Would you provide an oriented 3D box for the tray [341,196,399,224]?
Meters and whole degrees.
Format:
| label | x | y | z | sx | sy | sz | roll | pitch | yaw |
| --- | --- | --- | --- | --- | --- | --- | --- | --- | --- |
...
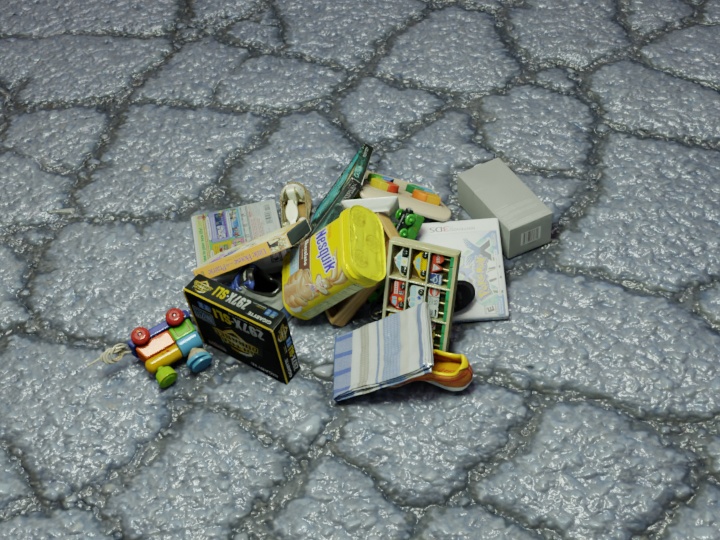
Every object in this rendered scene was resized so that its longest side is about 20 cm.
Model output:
| label | x | y | z | sx | sy | sz | roll | pitch | yaw |
| --- | --- | --- | --- | --- | --- | --- | --- | --- | --- |
| tray | 0.025 | -0.089 | 1.688 | 0.107 | 0.200 | 0.022 | -4 | 70 | 4 |

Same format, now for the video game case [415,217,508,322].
| label | x | y | z | sx | sy | sz | roll | pitch | yaw |
| --- | --- | --- | --- | --- | --- | --- | --- | --- | --- |
| video game case | 0.178 | 0.000 | 1.648 | 0.182 | 0.022 | 0.200 | -4 | 69 | 4 |

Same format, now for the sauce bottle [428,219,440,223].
| label | x | y | z | sx | sy | sz | roll | pitch | yaw |
| --- | --- | --- | --- | --- | --- | --- | --- | --- | --- |
| sauce bottle | 0.078 | -0.038 | 1.715 | 0.200 | 0.066 | 0.066 | -28 | 50 | -20 |

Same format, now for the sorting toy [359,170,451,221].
| label | x | y | z | sx | sy | sz | roll | pitch | yaw |
| --- | --- | --- | --- | --- | --- | --- | --- | --- | --- |
| sorting toy | 0.082 | -0.159 | 1.749 | 0.185 | 0.037 | 0.200 | 15 | 17 | -8 |

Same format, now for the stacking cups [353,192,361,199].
| label | x | y | z | sx | sy | sz | roll | pitch | yaw |
| --- | --- | --- | --- | --- | --- | --- | --- | --- | --- |
| stacking cups | -0.034 | -0.093 | 1.792 | 0.060 | 0.061 | 0.200 | 12 | 56 | 18 |

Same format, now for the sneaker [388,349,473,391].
| label | x | y | z | sx | sy | sz | roll | pitch | yaw |
| --- | --- | --- | --- | --- | --- | --- | --- | --- | --- |
| sneaker | 0.096 | 0.161 | 1.518 | 0.200 | 0.077 | 0.073 | -2 | 48 | 18 |

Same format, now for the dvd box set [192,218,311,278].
| label | x | y | z | sx | sy | sz | roll | pitch | yaw |
| --- | --- | --- | --- | --- | --- | --- | --- | --- | --- |
| dvd box set | -0.202 | -0.039 | 1.654 | 0.200 | 0.029 | 0.146 | -21 | 10 | 15 |

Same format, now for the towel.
| label | x | y | z | sx | sy | sz | roll | pitch | yaw |
| --- | --- | --- | --- | --- | --- | --- | --- | --- | --- |
| towel | 0.036 | 0.141 | 1.518 | 0.200 | 0.024 | 0.147 | -22 | 45 | 25 |

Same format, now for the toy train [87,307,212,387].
| label | x | y | z | sx | sy | sz | roll | pitch | yaw |
| --- | --- | --- | --- | --- | --- | --- | --- | --- | --- |
| toy train | -0.376 | 0.165 | 1.583 | 0.200 | 0.085 | 0.116 | -30 | 64 | -19 |

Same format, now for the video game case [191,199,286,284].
| label | x | y | z | sx | sy | sz | roll | pitch | yaw |
| --- | --- | --- | --- | --- | --- | --- | --- | --- | --- |
| video game case | -0.250 | -0.057 | 1.803 | 0.182 | 0.022 | 0.200 | -13 | 48 | -5 |

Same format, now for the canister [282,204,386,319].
| label | x | y | z | sx | sy | sz | roll | pitch | yaw |
| --- | --- | --- | --- | --- | --- | --- | --- | --- | --- |
| canister | -0.053 | -0.010 | 1.590 | 0.200 | 0.086 | 0.149 | -31 | 50 | 39 |

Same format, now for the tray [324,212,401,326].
| label | x | y | z | sx | sy | sz | roll | pitch | yaw |
| --- | --- | --- | --- | --- | --- | --- | --- | --- | --- |
| tray | 0.000 | 0.000 | 1.625 | 0.200 | 0.037 | 0.099 | -50 | 46 | 22 |

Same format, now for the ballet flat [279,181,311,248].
| label | x | y | z | sx | sy | sz | roll | pitch | yaw |
| --- | --- | --- | --- | --- | --- | --- | --- | --- | --- |
| ballet flat | -0.137 | -0.135 | 1.828 | 0.070 | 0.065 | 0.200 | -13 | 47 | 0 |

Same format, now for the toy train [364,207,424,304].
| label | x | y | z | sx | sy | sz | roll | pitch | yaw |
| --- | --- | --- | --- | --- | --- | --- | --- | --- | --- |
| toy train | 0.059 | -0.024 | 1.643 | 0.042 | 0.056 | 0.200 | 33 | 101 | 43 |

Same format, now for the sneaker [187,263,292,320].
| label | x | y | z | sx | sy | sz | roll | pitch | yaw |
| --- | --- | --- | --- | --- | --- | --- | --- | --- | --- |
| sneaker | -0.228 | 0.038 | 1.649 | 0.199 | 0.115 | 0.081 | -1 | 47 | 7 |

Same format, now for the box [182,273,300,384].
| label | x | y | z | sx | sy | sz | roll | pitch | yaw |
| --- | --- | --- | --- | --- | --- | --- | --- | --- | --- |
| box | -0.210 | 0.104 | 1.556 | 0.200 | 0.160 | 0.049 | 23 | 54 | 25 |

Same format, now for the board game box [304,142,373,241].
| label | x | y | z | sx | sy | sz | roll | pitch | yaw |
| --- | --- | --- | --- | --- | --- | --- | --- | --- | --- |
| board game box | -0.044 | -0.145 | 1.736 | 0.028 | 0.200 | 0.135 | 30 | 37 | -11 |

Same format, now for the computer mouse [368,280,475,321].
| label | x | y | z | sx | sy | sz | roll | pitch | yaw |
| --- | --- | --- | --- | --- | --- | --- | --- | --- | --- |
| computer mouse | 0.112 | 0.056 | 1.606 | 0.200 | 0.059 | 0.034 | -10 | 14 | 6 |

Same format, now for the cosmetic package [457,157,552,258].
| label | x | y | z | sx | sy | sz | roll | pitch | yaw |
| --- | --- | --- | --- | --- | --- | --- | --- | --- | --- |
| cosmetic package | 0.286 | -0.129 | 1.757 | 0.107 | 0.090 | 0.200 | -21 | 46 | -13 |

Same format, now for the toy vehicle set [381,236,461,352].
| label | x | y | z | sx | sy | sz | roll | pitch | yaw |
| --- | --- | --- | --- | --- | --- | --- | --- | --- | --- |
| toy vehicle set | 0.105 | 0.048 | 1.546 | 0.124 | 0.200 | 0.027 | 12 | 23 | 17 |
